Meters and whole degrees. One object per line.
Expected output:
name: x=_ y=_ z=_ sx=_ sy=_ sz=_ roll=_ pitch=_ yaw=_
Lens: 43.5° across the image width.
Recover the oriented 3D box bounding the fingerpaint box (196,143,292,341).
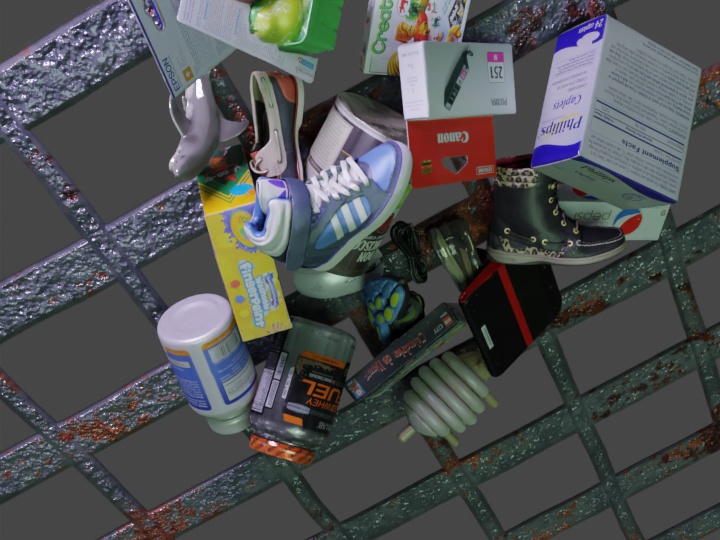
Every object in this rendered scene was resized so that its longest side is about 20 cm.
fingerpaint box: x=-0.158 y=-0.037 z=1.191 sx=0.073 sy=0.167 sz=0.200 roll=-16 pitch=126 yaw=-6

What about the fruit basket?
fruit basket: x=-0.111 y=-0.332 z=1.025 sx=0.200 sy=0.094 sz=0.186 roll=14 pitch=85 yaw=-39

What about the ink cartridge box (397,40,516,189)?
ink cartridge box: x=0.130 y=-0.200 z=1.147 sx=0.200 sy=0.044 sz=0.174 roll=-14 pitch=101 yaw=-47

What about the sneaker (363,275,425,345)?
sneaker: x=0.054 y=0.049 z=1.340 sx=0.083 sy=0.071 sz=0.200 roll=-30 pitch=160 yaw=-9

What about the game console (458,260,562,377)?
game console: x=0.236 y=0.050 z=1.400 sx=0.177 sy=0.031 sz=0.200 roll=-43 pitch=133 yaw=-15

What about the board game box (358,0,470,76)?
board game box: x=0.075 y=-0.345 z=1.140 sx=0.126 sy=0.035 sz=0.200 roll=0 pitch=122 yaw=-16

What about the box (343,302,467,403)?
box: x=0.076 y=0.126 z=1.396 sx=0.200 sy=0.038 sz=0.137 roll=-40 pitch=167 yaw=10

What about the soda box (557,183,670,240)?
soda box: x=0.363 y=-0.089 z=1.375 sx=0.200 sy=0.064 sz=0.068 roll=0 pitch=121 yaw=-15

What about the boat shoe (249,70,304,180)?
boat shoe: x=-0.112 y=-0.154 z=1.153 sx=0.063 sy=0.071 sz=0.200 roll=-1 pitch=96 yaw=-36

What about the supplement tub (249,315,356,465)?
supplement tub: x=-0.089 y=0.176 z=1.329 sx=0.122 sy=0.122 sz=0.200 roll=21 pitch=81 yaw=-27

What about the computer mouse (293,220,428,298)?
computer mouse: x=0.000 y=0.000 z=1.337 sx=0.200 sy=0.044 sz=0.110 roll=-19 pitch=126 yaw=-4

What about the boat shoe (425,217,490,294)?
boat shoe: x=0.174 y=0.001 z=1.372 sx=0.073 sy=0.075 sz=0.200 roll=-32 pitch=126 yaw=6

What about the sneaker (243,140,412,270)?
sneaker: x=-0.047 y=-0.089 z=1.053 sx=0.146 sy=0.081 sz=0.200 roll=23 pitch=117 yaw=-43

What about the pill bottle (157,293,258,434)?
pill bottle: x=-0.215 y=0.143 z=1.326 sx=0.112 sy=0.112 sz=0.200 roll=-18 pitch=126 yaw=-5

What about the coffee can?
coffee can: x=-0.011 y=-0.114 z=1.197 sx=0.146 sy=0.146 sz=0.200 roll=18 pitch=115 yaw=-26

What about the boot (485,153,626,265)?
boot: x=0.276 y=-0.087 z=1.276 sx=0.200 sy=0.073 sz=0.151 roll=-1 pitch=115 yaw=9

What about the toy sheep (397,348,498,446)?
toy sheep: x=0.138 y=0.208 z=1.463 sx=0.200 sy=0.138 sz=0.138 roll=-47 pitch=124 yaw=-6

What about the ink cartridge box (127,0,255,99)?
ink cartridge box: x=-0.195 y=-0.324 z=0.996 sx=0.200 sy=0.043 sz=0.197 roll=-49 pitch=134 yaw=-35

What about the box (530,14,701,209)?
box: x=0.344 y=-0.206 z=1.213 sx=0.184 sy=0.105 sz=0.200 roll=19 pitch=78 yaw=-26

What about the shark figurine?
shark figurine: x=-0.184 y=-0.203 z=1.112 sx=0.089 sy=0.128 sz=0.215 roll=-1 pitch=80 yaw=7
